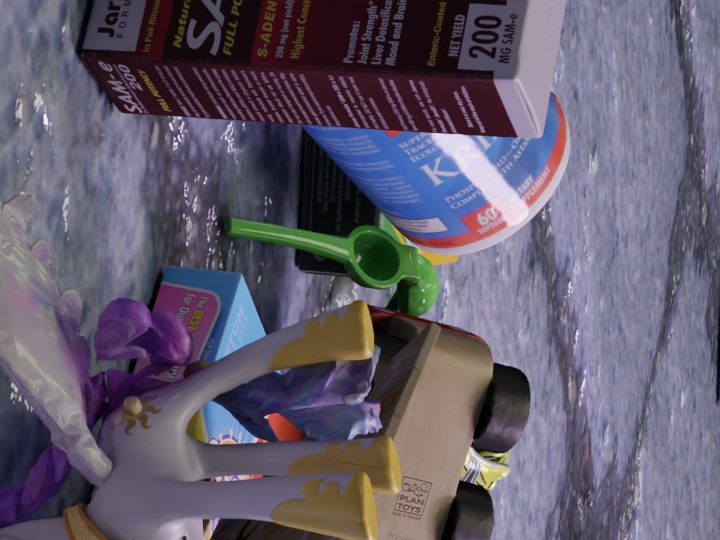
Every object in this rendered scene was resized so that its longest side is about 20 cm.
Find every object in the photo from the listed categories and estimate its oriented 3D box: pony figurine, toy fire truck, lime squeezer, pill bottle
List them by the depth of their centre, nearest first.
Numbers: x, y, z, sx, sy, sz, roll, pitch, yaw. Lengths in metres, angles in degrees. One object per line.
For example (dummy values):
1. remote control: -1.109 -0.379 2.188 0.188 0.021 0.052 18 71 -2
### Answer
1. pony figurine: -0.088 0.072 1.069 0.193 0.199 0.167 -90 165 -49
2. pill bottle: 0.016 -0.105 1.387 0.200 0.112 0.113 45 48 -42
3. lime squeezer: 0.000 0.000 1.443 0.200 0.070 0.038 41 55 -60
4. toy fire truck: 0.005 0.105 1.466 0.200 0.128 0.177 27 -79 64

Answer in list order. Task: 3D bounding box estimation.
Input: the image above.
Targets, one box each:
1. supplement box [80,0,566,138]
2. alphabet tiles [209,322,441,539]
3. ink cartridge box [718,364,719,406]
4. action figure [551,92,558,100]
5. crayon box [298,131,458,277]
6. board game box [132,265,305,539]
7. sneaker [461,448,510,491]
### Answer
1. supplement box: -0.013 -0.123 1.188 0.061 0.199 0.109 57 40 -62
2. alphabet tiles: -0.042 0.125 1.153 0.167 0.008 0.200 -43 -167 36
3. ink cartridge box: 0.469 0.048 2.937 0.083 0.145 0.201 -45 137 -67
4. action figure: 0.082 -0.063 1.616 0.200 0.052 0.066 -39 135 -64
5. crayon box: 0.021 -0.065 1.576 0.200 0.051 0.126 -13 107 -73
6. board game box: -0.083 0.123 1.295 0.153 0.040 0.200 71 28 -53
7. sneaker: 0.061 0.129 1.717 0.200 0.076 0.076 73 25 -53
